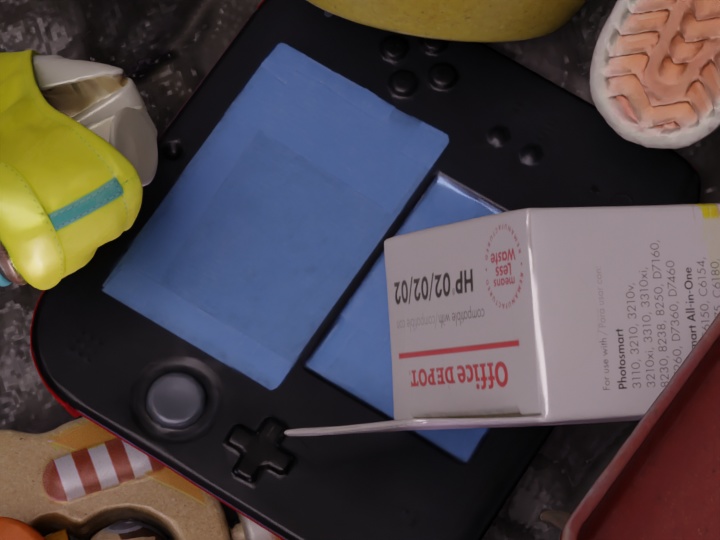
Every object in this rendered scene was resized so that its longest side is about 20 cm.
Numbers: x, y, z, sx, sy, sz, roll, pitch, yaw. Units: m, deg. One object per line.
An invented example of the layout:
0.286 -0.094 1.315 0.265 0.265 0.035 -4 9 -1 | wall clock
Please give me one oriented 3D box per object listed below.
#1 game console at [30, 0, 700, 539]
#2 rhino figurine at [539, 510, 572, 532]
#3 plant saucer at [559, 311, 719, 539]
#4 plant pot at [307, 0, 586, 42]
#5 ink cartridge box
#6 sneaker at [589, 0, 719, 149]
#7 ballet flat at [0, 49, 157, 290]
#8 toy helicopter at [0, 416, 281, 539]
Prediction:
0.000 0.000 0.948 0.177 0.031 0.200 29 69 16 | game console
0.081 0.166 0.777 0.087 0.060 0.200 -21 76 21 | rhino figurine
0.153 0.094 0.776 0.200 0.200 0.037 50 138 -10 | plant saucer
0.034 -0.162 0.927 0.200 0.200 0.142 15 113 16 | plant pot
0.084 0.015 0.866 0.200 0.115 0.068 -2 86 -23 | ink cartridge box
0.148 -0.132 0.923 0.071 0.080 0.200 37 104 4 | sneaker
-0.105 -0.043 0.946 0.067 0.200 0.067 -28 108 0 | ballet flat
-0.072 0.066 0.967 0.132 0.079 0.200 7 67 7 | toy helicopter
